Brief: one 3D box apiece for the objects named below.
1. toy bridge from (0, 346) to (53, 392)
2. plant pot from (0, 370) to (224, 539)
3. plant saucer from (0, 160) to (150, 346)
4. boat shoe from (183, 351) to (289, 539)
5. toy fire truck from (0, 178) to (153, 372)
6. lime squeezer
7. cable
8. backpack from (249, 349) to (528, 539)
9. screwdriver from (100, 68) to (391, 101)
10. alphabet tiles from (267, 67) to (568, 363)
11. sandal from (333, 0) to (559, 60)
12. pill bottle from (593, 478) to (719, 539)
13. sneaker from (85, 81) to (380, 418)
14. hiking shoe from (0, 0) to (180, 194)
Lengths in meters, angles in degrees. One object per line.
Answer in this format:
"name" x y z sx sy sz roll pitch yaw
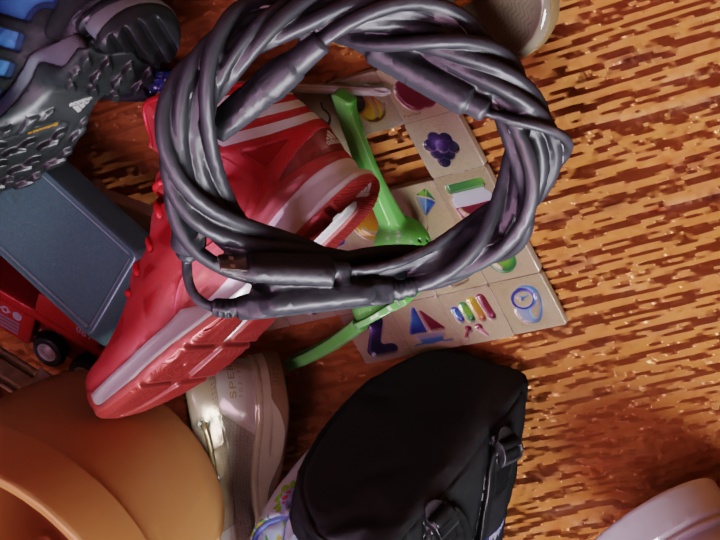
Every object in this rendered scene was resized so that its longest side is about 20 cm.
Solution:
"toy bridge" -0.178 0.076 1.487 0.200 0.027 0.067 34 175 -25
"plant pot" -0.165 0.146 1.382 0.200 0.140 0.200 17 128 23
"plant saucer" -0.194 -0.045 1.399 0.200 0.019 0.070 41 116 18
"boat shoe" -0.083 0.129 1.463 0.065 0.072 0.200 -3 131 -14
"toy fire truck" -0.146 -0.003 1.426 0.200 0.049 0.141 30 134 10
"lime squeezer" 0.000 0.000 1.349 0.071 0.038 0.200 19 134 8
"cable" 0.002 -0.059 1.225 0.200 0.051 0.163 -7 109 -6
"backpack" 0.010 0.156 1.404 0.154 0.163 0.200 18 137 28
"screwdriver" -0.076 -0.096 1.334 0.200 0.029 0.028 8 127 29
"alphabet tiles" -0.007 -0.023 1.368 0.200 0.008 0.167 -13 117 36
"sandal" -0.001 -0.140 1.244 0.200 0.054 0.080 18 130 16
"pill bottle" 0.200 0.211 1.314 0.200 0.112 0.112 58 137 21
"sneaker" -0.089 -0.021 1.325 0.200 0.078 0.116 -42 73 17
"hiking shoe" -0.178 -0.106 1.343 0.200 0.074 0.087 -32 62 25
